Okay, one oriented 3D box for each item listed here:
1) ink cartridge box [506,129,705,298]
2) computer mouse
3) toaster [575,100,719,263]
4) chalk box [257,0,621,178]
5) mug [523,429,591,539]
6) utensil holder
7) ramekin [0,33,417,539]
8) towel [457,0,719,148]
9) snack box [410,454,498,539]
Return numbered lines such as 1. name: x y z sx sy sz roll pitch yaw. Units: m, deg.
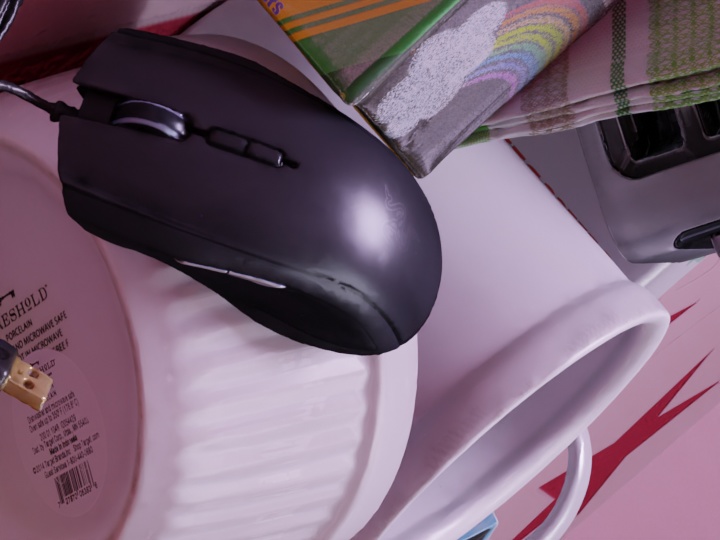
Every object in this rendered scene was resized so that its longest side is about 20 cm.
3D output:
1. ink cartridge box: 0.151 -0.085 1.188 0.200 0.145 0.084 -41 167 1
2. computer mouse: -0.061 -0.014 0.719 0.046 0.199 0.141 -29 -146 57
3. toaster: 0.174 -0.113 0.944 0.180 0.202 0.119 -17 179 23
4. chalk box: 0.045 -0.151 0.789 0.200 0.124 0.124 -42 164 3
5. mug: 0.032 0.082 1.269 0.176 0.199 0.148 -57 161 -1
6. utensil holder: 0.000 0.000 0.956 0.170 0.200 0.170 -36 164 -12
7. ramekin: -0.083 0.020 0.834 0.105 0.201 0.200 -13 151 -41
8. towel: 0.106 -0.118 0.856 0.199 0.150 0.031 -12 144 28
9. snack box: -0.054 0.106 1.022 0.199 0.117 0.037 -25 164 -11
